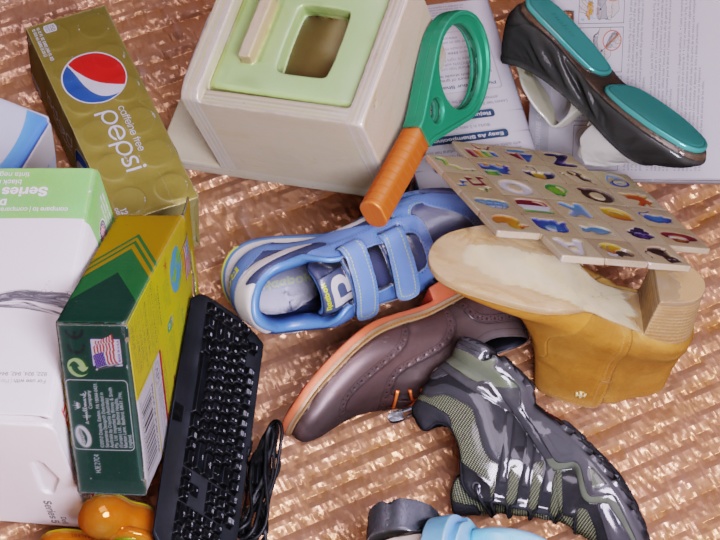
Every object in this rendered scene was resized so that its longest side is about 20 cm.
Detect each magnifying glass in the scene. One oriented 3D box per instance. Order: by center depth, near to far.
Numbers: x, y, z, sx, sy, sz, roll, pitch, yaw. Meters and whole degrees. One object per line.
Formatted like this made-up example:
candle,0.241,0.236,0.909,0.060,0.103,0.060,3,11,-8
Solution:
magnifying glass,0.047,-0.110,1.585,0.022,0.080,0.201,1,46,31

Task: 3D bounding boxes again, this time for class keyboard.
keyboard,-0.085,0.116,1.486,0.039,0.104,0.201,-19,49,32

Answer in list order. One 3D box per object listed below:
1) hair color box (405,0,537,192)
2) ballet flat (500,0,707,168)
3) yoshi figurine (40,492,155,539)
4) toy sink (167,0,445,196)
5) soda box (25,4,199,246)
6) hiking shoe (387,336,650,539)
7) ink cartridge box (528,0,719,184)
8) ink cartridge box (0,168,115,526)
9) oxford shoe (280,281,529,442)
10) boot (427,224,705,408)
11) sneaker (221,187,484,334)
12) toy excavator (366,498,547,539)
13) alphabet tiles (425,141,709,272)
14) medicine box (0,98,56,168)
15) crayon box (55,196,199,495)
hair color box,0.072,-0.110,1.673,0.099,0.061,0.201,-8,57,-10
ballet flat,0.176,-0.123,1.624,0.068,0.069,0.200,-4,43,-47
yoshi figurine,-0.175,0.249,1.393,0.111,0.113,0.201,-13,59,6
toy sink,-0.057,-0.147,1.617,0.199,0.112,0.131,10,65,23
soda box,-0.186,-0.101,1.646,0.067,0.064,0.201,-19,60,-16
hiking shoe,0.113,0.144,1.509,0.101,0.076,0.200,-44,79,6
ink cartridge box,0.216,-0.167,1.660,0.175,0.045,0.201,3,90,34
ink cartridge box,-0.218,0.052,1.485,0.083,0.146,0.201,1,55,7
oxford shoe,0.033,0.070,1.546,0.200,0.071,0.073,-34,74,-20
boot,0.133,0.041,1.525,0.200,0.144,0.071,8,54,-7
sneaker,0.000,0.000,1.561,0.199,0.074,0.082,-18,18,0
toy excavator,0.120,0.224,1.418,0.199,0.195,0.100,-10,52,23
alphabet tiles,0.144,-0.046,1.533,0.165,0.006,0.200,5,23,-24
medicine box,-0.347,-0.050,1.575,0.199,0.103,0.183,20,57,10
crayon box,-0.151,0.047,1.473,0.050,0.128,0.200,0,25,9
